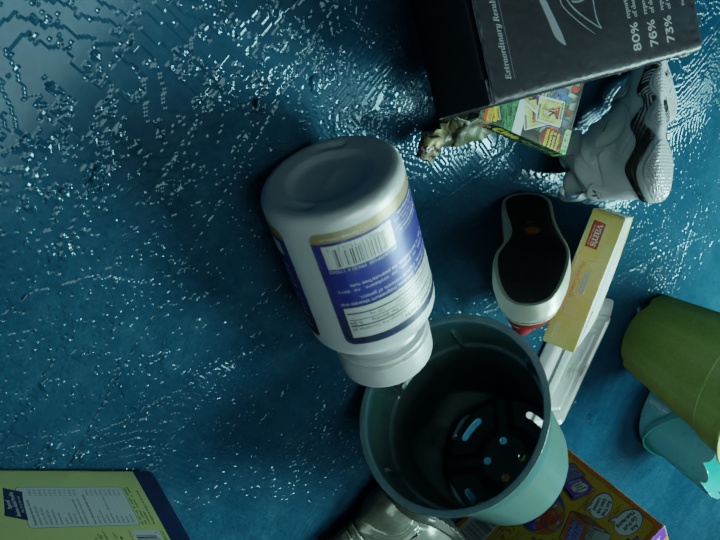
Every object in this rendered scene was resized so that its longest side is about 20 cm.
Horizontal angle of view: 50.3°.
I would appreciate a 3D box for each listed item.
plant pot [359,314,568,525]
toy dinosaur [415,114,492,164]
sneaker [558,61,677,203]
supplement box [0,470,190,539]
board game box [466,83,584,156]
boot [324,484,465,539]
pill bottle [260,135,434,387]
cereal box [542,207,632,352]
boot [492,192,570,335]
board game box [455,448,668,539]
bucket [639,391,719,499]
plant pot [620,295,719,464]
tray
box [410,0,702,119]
[{"bbox_3d":[0.129,0.179,0.820,0.201,0.200,0.196,-50,141,-4],"label":"plant pot"},{"bbox_3d":[0.119,-0.158,0.719,0.198,0.047,0.089,-20,128,-34],"label":"toy dinosaur"},{"bbox_3d":[0.271,-0.156,0.818,0.075,0.114,0.202,44,50,-44],"label":"sneaker"},{"bbox_3d":[-0.232,0.260,0.564,0.198,0.199,0.136,13,105,-40],"label":"supplement box"},{"bbox_3d":[0.166,-0.215,0.686,0.103,0.023,0.203,15,90,-24],"label":"board game box"},{"bbox_3d":[0.042,0.330,0.920,0.131,0.068,0.200,-46,126,-2],"label":"boot"},{"bbox_3d":[0.000,0.000,0.658,0.119,0.119,0.202,-33,131,-19],"label":"pill bottle"},{"bbox_3d":[0.256,0.004,0.848,0.200,0.039,0.146,-8,118,-68],"label":"cereal box"},{"bbox_3d":[0.170,0.031,0.773,0.071,0.201,0.146,1,121,11],"label":"boot"},{"bbox_3d":[0.276,0.392,1.033,0.200,0.199,0.201,-41,132,-11],"label":"board game box"},{"bbox_3d":[0.546,0.235,1.203,0.205,0.134,0.210,-18,123,-30],"label":"bucket"},{"bbox_3d":[0.466,0.128,1.044,0.198,0.189,0.203,-19,125,-29],"label":"plant pot"},{"bbox_3d":[0.270,0.128,1.006,0.106,0.022,0.202,8,108,-41],"label":"tray"},{"bbox_3d":[0.148,-0.218,0.607,0.197,0.104,0.150,-16,99,-16],"label":"box"}]
